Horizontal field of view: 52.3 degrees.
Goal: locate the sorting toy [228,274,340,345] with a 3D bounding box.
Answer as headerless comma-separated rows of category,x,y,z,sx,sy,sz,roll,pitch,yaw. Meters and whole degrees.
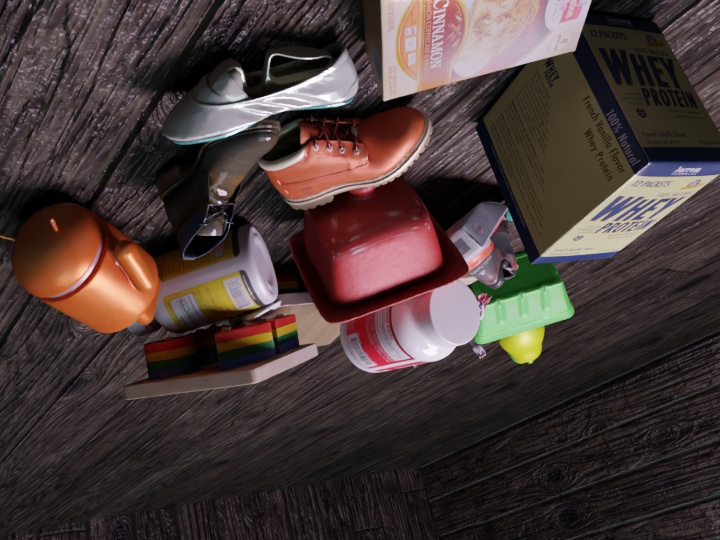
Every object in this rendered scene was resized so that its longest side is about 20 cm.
sorting toy,-0.108,0.063,1.204,0.197,0.070,0.200,-4,154,-30

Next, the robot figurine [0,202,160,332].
robot figurine,-0.315,-0.003,0.854,0.117,0.143,0.200,-50,144,-6

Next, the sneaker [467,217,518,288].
sneaker,0.204,-0.021,1.134,0.077,0.082,0.200,-42,-179,30

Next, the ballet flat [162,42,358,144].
ballet flat,-0.098,-0.179,0.705,0.198,0.070,0.070,-16,158,-12

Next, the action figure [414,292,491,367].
action figure,0.144,0.086,1.319,0.198,0.149,0.135,-27,124,8

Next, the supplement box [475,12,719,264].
supplement box,0.264,-0.145,0.834,0.133,0.202,0.200,-5,153,-28

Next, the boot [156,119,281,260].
boot,-0.144,-0.084,0.789,0.074,0.098,0.199,-3,165,-46

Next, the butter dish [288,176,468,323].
butter dish,0.010,-0.060,0.921,0.197,0.201,0.149,-20,132,-9

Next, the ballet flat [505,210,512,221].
ballet flat,0.313,-0.107,1.121,0.199,0.071,0.067,-29,155,27

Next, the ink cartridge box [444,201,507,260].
ink cartridge box,0.144,-0.052,1.094,0.162,0.057,0.200,-41,-171,41

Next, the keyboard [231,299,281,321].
keyboard,-0.181,0.048,1.063,0.056,0.011,0.199,-24,-164,-29

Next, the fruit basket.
fruit basket,0.298,0.076,1.409,0.213,0.157,0.217,-10,142,-8

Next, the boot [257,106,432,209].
boot,-0.019,-0.140,0.823,0.198,0.076,0.107,-23,149,13

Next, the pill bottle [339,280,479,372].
pill bottle,0.066,0.074,1.004,0.111,0.114,0.199,0,167,-34

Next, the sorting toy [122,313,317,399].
sorting toy,-0.189,0.111,1.005,0.198,0.070,0.199,-10,-179,20

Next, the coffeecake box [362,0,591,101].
coffeecake box,0.104,-0.249,0.655,0.198,0.074,0.154,-16,156,-4

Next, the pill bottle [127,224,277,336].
pill bottle,-0.221,0.020,0.991,0.198,0.112,0.111,-18,157,5

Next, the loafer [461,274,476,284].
loafer,0.137,0.002,1.240,0.199,0.076,0.068,8,141,-46
